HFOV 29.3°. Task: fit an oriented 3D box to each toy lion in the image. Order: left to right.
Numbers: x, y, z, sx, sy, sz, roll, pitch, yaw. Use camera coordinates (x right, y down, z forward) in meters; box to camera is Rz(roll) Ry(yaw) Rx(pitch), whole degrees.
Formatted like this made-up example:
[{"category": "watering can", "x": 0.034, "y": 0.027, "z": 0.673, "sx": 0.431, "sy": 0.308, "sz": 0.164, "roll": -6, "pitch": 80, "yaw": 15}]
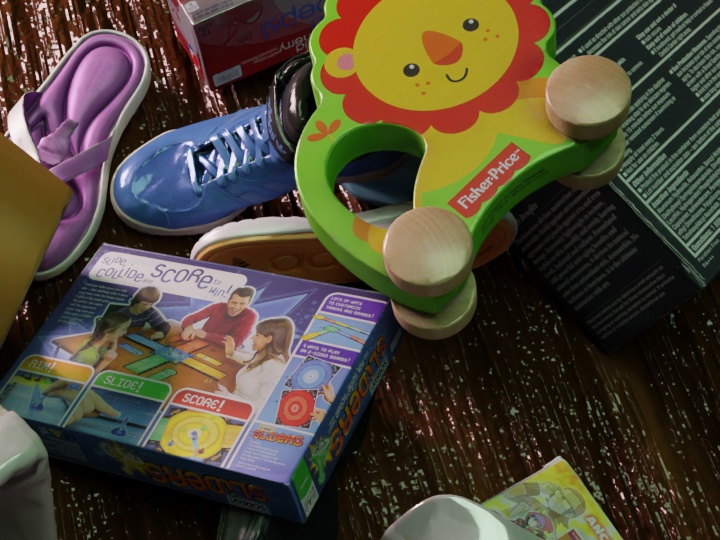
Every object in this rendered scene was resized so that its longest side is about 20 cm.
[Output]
[{"category": "toy lion", "x": 0.039, "y": -0.090, "z": 0.769, "sx": 0.191, "sy": 0.069, "sz": 0.200, "roll": 39, "pitch": 73, "yaw": 25}]

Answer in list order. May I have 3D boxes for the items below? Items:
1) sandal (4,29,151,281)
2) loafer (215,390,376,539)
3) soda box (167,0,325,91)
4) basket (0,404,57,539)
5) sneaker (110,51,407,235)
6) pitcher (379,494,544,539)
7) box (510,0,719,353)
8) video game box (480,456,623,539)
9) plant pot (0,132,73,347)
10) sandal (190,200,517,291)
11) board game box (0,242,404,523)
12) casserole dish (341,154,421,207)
[{"category": "sandal", "x": -0.193, "y": -0.086, "z": 0.879, "sx": 0.082, "sy": 0.050, "sz": 0.204, "roll": 14, "pitch": 56, "yaw": -1}, {"category": "loafer", "x": -0.051, "y": 0.119, "z": 0.770, "sx": 0.072, "sy": 0.073, "sz": 0.201, "roll": -4, "pitch": 42, "yaw": 27}, {"category": "soda box", "x": -0.033, "y": -0.203, "z": 0.956, "sx": 0.198, "sy": 0.064, "sz": 0.070, "roll": -24, "pitch": 52, "yaw": -11}, {"category": "basket", "x": -0.260, "y": 0.132, "z": 0.623, "sx": 0.161, "sy": 0.201, "sz": 0.198, "roll": 41, "pitch": 57, "yaw": 18}, {"category": "sneaker", "x": -0.062, "y": -0.081, "z": 0.849, "sx": 0.198, "sy": 0.111, "sz": 0.078, "roll": -11, "pitch": 74, "yaw": -6}, {"category": "pitcher", "x": 0.093, "y": 0.222, "z": 0.649, "sx": 0.170, "sy": 0.122, "sz": 0.201, "roll": 14, "pitch": 43, "yaw": -19}, {"category": "box", "x": 0.178, "y": -0.093, "z": 0.907, "sx": 0.199, "sy": 0.123, "sz": 0.200, "roll": 48, "pitch": 57, "yaw": 3}, {"category": "video game box", "x": 0.092, "y": 0.224, "z": 0.735, "sx": 0.181, "sy": 0.047, "sz": 0.201, "roll": -24, "pitch": 64, "yaw": -23}, {"category": "plant pot", "x": -0.265, "y": -0.027, "z": 0.748, "sx": 0.182, "sy": 0.200, "sz": 0.202, "roll": 27, "pitch": 53, "yaw": -12}, {"category": "sandal", "x": -0.001, "y": 0.005, "z": 0.851, "sx": 0.204, "sy": 0.079, "sz": 0.060, "roll": -6, "pitch": 58, "yaw": -7}, {"category": "board game box", "x": -0.092, "y": 0.055, "z": 0.763, "sx": 0.198, "sy": 0.035, "sz": 0.136, "roll": 10, "pitch": 49, "yaw": 26}, {"category": "casserole dish", "x": 0.030, "y": -0.133, "z": 0.972, "sx": 0.120, "sy": 0.039, "sz": 0.202, "roll": 14, "pitch": 55, "yaw": -3}]
